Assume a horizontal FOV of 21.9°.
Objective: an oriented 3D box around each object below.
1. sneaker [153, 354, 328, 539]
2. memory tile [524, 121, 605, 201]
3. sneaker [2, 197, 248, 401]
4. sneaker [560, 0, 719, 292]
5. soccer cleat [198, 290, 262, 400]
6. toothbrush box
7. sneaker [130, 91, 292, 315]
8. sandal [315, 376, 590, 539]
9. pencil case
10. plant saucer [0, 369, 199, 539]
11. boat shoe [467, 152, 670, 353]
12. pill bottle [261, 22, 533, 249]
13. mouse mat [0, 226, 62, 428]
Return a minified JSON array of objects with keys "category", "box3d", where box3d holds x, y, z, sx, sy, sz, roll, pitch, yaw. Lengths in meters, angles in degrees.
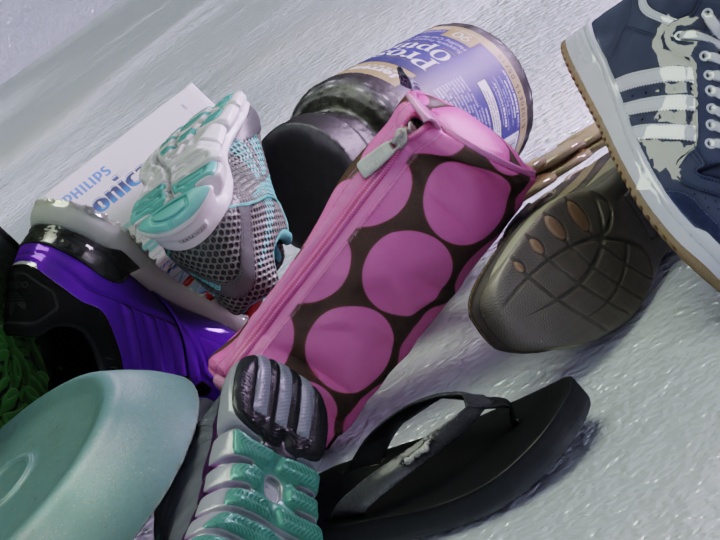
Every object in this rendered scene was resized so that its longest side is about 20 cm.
[{"category":"sneaker","box3d":[-0.062,0.135,0.850,0.088,0.074,0.201,-44,23,35]},{"category":"memory tile","box3d":[0.058,-0.029,1.110,0.199,0.017,0.153,-31,2,37]},{"category":"sneaker","box3d":[-0.129,0.050,1.051,0.069,0.200,0.100,-3,58,43]},{"category":"sneaker","box3d":[0.178,-0.082,0.925,0.108,0.070,0.201,-38,45,18]},{"category":"soccer cleat","box3d":[-0.119,0.065,1.143,0.076,0.067,0.200,-46,3,29]},{"category":"toothbrush box","box3d":[-0.153,-0.008,1.245,0.146,0.085,0.200,-42,-11,-35]},{"category":"sneaker","box3d":[-0.079,-0.036,1.079,0.077,0.091,0.200,-32,19,16]},{"category":"sandal","box3d":[0.014,0.096,0.878,0.199,0.043,0.076,-24,18,20]},{"category":"pencil case","box3d":[0.000,0.000,0.979,0.201,0.091,0.093,-55,-28,11]},{"category":"plant saucer","box3d":[-0.163,0.115,0.905,0.199,0.036,0.200,-36,21,16]},{"category":"boat shoe","box3d":[0.113,-0.007,0.983,0.073,0.075,0.200,-28,5,45]},{"category":"pill bottle","box3d":[0.021,-0.084,1.212,0.111,0.113,0.200,-16,10,39]},{"category":"mouse mat","box3d":[-0.202,0.064,1.009,0.007,0.200,0.162,8,72,16]}]
